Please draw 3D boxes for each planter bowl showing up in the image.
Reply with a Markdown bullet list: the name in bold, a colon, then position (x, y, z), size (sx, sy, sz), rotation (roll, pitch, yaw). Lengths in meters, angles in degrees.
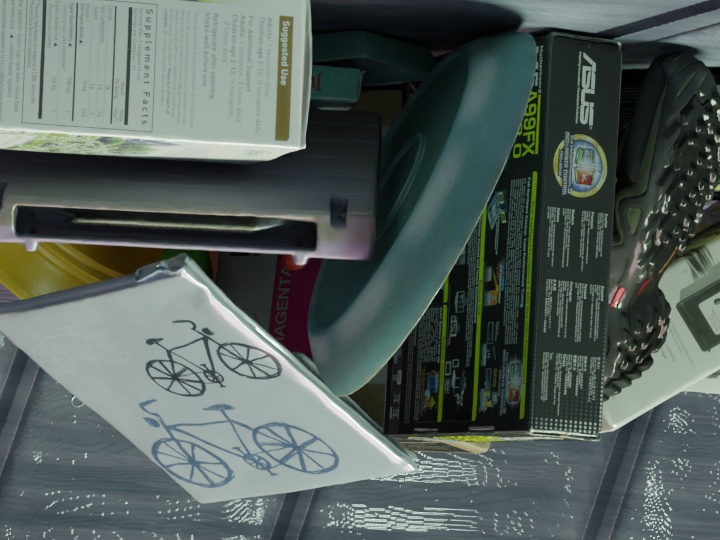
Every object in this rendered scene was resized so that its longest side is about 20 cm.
- **planter bowl**: position (-0.154, -0.044, 1.701), size (0.199, 0.084, 0.201), rotation (26, 151, 16)

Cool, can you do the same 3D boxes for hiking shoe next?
- **hiking shoe**: position (0.122, -0.031, 1.486), size (0.100, 0.201, 0.076), rotation (29, -149, 25)

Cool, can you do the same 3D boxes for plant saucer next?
- **plant saucer**: position (0.024, -0.034, 1.395), size (0.027, 0.201, 0.200), rotation (29, 169, -11)
- **plant saucer**: position (-0.052, -0.108, 1.503), size (0.199, 0.019, 0.070), rotation (0, 174, 41)

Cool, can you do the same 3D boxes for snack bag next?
- **snack bag**: position (-0.092, 0.062, 1.573), size (0.188, 0.021, 0.200), rotation (-12, 134, 47)

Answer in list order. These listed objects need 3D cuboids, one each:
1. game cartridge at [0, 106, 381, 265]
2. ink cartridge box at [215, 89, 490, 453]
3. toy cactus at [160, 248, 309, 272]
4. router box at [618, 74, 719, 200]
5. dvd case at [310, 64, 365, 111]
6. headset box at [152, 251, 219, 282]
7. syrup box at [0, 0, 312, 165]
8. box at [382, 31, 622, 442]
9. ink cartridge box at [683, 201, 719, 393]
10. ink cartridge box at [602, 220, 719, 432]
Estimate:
- **game cartridge**: position (-0.089, -0.046, 1.392), size (0.198, 0.039, 0.130), rotation (3, -158, 1)
- **ink cartridge box**: position (0.000, 0.000, 1.637), size (0.164, 0.202, 0.075), rotation (-1, 167, 34)
- **toy cactus**: position (-0.069, -0.037, 1.521), size (0.164, 0.103, 0.200), rotation (-13, 155, 26)
- **router box**: position (0.179, -0.072, 1.582), size (0.199, 0.053, 0.157), rotation (0, 175, 26)
- **dvd case**: position (-0.086, -0.089, 1.517), size (0.145, 0.022, 0.200), rotation (4, 175, -10)
- **headset box**: position (-0.053, 0.041, 1.820), size (0.199, 0.075, 0.149), rotation (21, 173, 10)
- **syrup box**: position (-0.128, -0.096, 1.302), size (0.199, 0.082, 0.079), rotation (2, 177, -21)
- **box**: position (0.071, -0.012, 1.468), size (0.044, 0.202, 0.160), rotation (6, 173, -27)
- **ink cartridge box**: position (0.272, 0.006, 1.846), size (0.144, 0.084, 0.200), rotation (0, -161, 38)
- **ink cartridge box**: position (0.193, 0.019, 1.631), size (0.199, 0.067, 0.116), rotation (-29, -179, -15)
